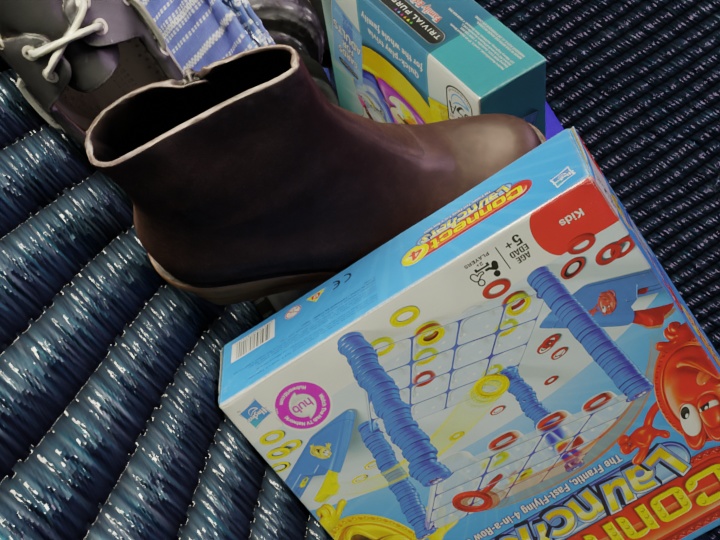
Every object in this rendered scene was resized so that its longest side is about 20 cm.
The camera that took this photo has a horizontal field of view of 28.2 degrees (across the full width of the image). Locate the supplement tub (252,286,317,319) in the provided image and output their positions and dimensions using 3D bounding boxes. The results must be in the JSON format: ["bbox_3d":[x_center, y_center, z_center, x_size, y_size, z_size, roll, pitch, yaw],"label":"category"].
[{"bbox_3d":[0.031,0.047,0.798,0.201,0.122,0.123,56,10,-2],"label":"supplement tub"}]

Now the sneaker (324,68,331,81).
[{"bbox_3d":[-0.098,-0.189,1.121,0.200,0.075,0.078,52,25,-8],"label":"sneaker"}]

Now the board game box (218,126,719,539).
[{"bbox_3d":[0.069,0.069,0.682,0.196,0.199,0.056,52,14,-23],"label":"board game box"}]

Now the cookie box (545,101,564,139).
[{"bbox_3d":[0.106,-0.049,1.078,0.171,0.075,0.201,-31,89,-50],"label":"cookie box"}]

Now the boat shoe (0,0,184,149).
[{"bbox_3d":[-0.127,-0.100,0.649,0.060,0.074,0.200,58,0,36],"label":"boat shoe"}]

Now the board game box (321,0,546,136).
[{"bbox_3d":[0.044,-0.079,0.835,0.151,0.047,0.201,47,-20,34],"label":"board game box"}]

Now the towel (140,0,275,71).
[{"bbox_3d":[-0.101,-0.122,0.766,0.201,0.024,0.145,57,-32,-1],"label":"towel"}]

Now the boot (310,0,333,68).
[{"bbox_3d":[-0.037,-0.149,0.996,0.074,0.153,0.204,54,10,-44],"label":"boot"}]

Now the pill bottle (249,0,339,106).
[{"bbox_3d":[-0.089,-0.157,0.887,0.112,0.112,0.201,42,17,-57],"label":"pill bottle"}]

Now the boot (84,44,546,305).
[{"bbox_3d":[-0.009,-0.049,0.648,0.167,0.199,0.073,68,1,-66],"label":"boot"}]
